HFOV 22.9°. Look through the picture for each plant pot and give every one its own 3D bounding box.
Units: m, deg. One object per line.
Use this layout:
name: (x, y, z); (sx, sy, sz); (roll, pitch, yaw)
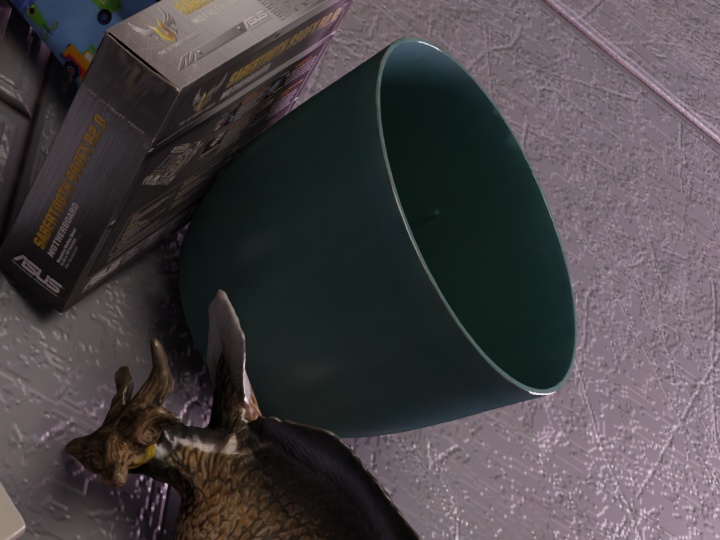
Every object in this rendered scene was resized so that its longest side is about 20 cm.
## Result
plant pot: (0.000, 0.000, 0.964); (0.201, 0.160, 0.202); (43, 33, -38)

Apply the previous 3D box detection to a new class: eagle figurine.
eagle figurine: (-0.047, 0.127, 0.873); (0.199, 0.151, 0.152); (30, 33, -16)

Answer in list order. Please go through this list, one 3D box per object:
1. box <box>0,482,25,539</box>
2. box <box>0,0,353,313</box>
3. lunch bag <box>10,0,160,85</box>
box: (-0.245, 0.114, 0.648); (0.109, 0.128, 0.200); (57, 37, 0)
box: (-0.091, -0.083, 0.937); (0.048, 0.159, 0.200); (38, 37, 7)
lunch bag: (-0.122, -0.185, 1.050); (0.151, 0.094, 0.200); (50, 23, 5)
